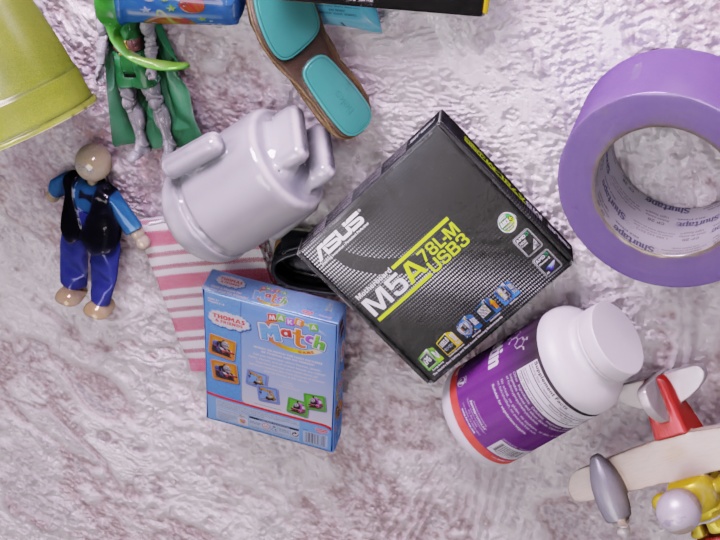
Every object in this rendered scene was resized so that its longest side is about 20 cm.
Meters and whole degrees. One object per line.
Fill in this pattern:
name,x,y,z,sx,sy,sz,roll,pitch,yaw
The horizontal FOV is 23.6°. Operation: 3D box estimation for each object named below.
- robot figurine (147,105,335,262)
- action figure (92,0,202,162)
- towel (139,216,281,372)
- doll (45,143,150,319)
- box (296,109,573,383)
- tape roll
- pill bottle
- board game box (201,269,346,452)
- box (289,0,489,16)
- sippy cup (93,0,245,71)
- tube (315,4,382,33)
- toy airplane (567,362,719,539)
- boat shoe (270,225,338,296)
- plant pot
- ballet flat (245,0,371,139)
robot figurine,-0.116,-0.082,1.698,0.199,0.114,0.169,-30,136,27
action figure,-0.224,-0.204,1.707,0.117,0.055,0.202,2,121,23
towel,-0.147,0.023,1.854,0.145,0.030,0.202,-4,119,25
doll,-0.284,-0.047,1.845,0.135,0.048,0.202,22,126,21
box,0.073,-0.020,1.678,0.200,0.048,0.193,-41,105,19
tape roll,0.281,-0.091,1.549,0.198,0.085,0.202,11,126,16
pill bottle,0.182,0.109,1.716,0.113,0.113,0.199,46,128,-13
board game box,-0.092,0.098,1.831,0.149,0.037,0.201,14,136,11
box,0.022,-0.307,1.493,0.197,0.050,0.161,5,129,-2
sippy cup,-0.166,-0.283,1.581,0.129,0.141,0.179,9,138,3
tube,-0.030,-0.305,1.556,0.077,0.050,0.202,15,134,31
toy airplane,0.319,0.194,1.699,0.197,0.142,0.201,23,130,7
boat shoe,0.000,0.000,1.750,0.198,0.062,0.075,9,125,16
plant pot,-0.386,-0.218,1.691,0.199,0.200,0.195,-14,106,30
ballet flat,-0.058,-0.210,1.621,0.201,0.068,0.072,53,169,-27
